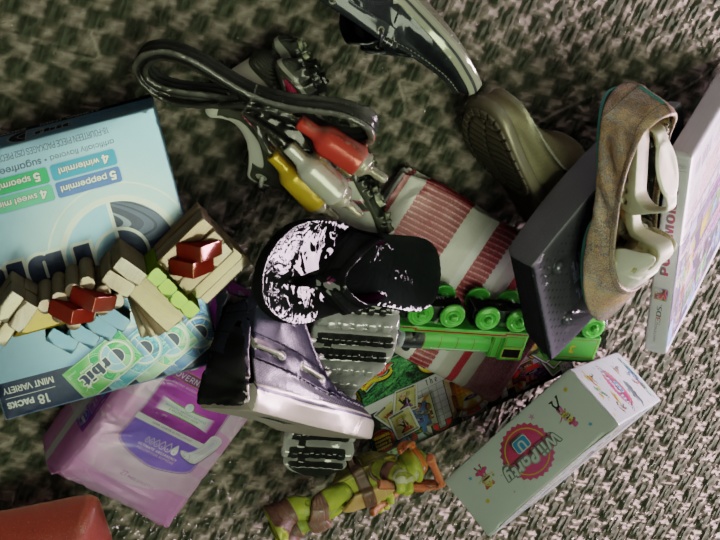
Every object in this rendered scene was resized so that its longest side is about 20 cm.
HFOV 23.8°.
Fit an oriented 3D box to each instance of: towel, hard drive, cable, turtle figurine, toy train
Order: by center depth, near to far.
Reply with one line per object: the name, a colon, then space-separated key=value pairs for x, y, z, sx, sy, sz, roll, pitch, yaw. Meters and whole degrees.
cable: x=-0.067 y=-0.108 z=1.226 sx=0.199 sy=0.051 sz=0.097 roll=30 pitch=136 yaw=-22
hard drive: x=0.195 y=-0.038 z=1.395 sx=0.200 sy=0.042 sz=0.135 roll=-46 pitch=144 yaw=-22
toy train: x=0.115 y=0.047 z=1.437 sx=0.198 sy=0.042 sz=0.057 roll=4 pitch=123 yaw=-20
towel: x=0.075 y=0.014 z=1.442 sx=0.199 sy=0.023 sz=0.145 roll=28 pitch=102 yaw=-27
turtle figurine: x=-0.003 y=0.187 z=1.462 sx=0.160 sy=0.200 sz=0.065 roll=-26 pitch=82 yaw=-9

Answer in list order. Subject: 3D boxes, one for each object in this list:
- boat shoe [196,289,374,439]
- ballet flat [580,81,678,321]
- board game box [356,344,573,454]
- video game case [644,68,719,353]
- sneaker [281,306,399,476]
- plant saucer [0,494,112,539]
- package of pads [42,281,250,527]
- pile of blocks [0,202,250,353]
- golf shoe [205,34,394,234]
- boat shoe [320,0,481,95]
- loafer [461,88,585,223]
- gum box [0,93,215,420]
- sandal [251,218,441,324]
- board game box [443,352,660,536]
boat shoe: x=-0.046 y=0.073 z=1.300 sx=0.200 sy=0.074 sz=0.094 roll=25 pitch=69 yaw=-59
ballet flat: x=0.211 y=-0.043 z=1.317 sx=0.068 sy=0.067 sz=0.202 roll=-26 pitch=126 yaw=-38
board game box: x=0.090 y=0.085 z=1.509 sx=0.198 sy=0.023 sz=0.106 roll=-25 pitch=124 yaw=-10
video game case: x=0.280 y=-0.057 z=1.431 sx=0.023 sy=0.200 sz=0.184 roll=13 pitch=123 yaw=19
sneaker: x=-0.023 y=0.072 z=1.398 sx=0.074 sy=0.081 sz=0.201 roll=11 pitch=125 yaw=-16
plant saucer: x=-0.290 y=0.284 z=1.405 sx=0.197 sy=0.037 sz=0.201 roll=-11 pitch=127 yaw=-1
package of pads: x=-0.151 y=0.098 z=1.368 sx=0.120 sy=0.076 sz=0.201 roll=31 pitch=102 yaw=-34
pile of blocks: x=-0.173 y=0.023 z=1.211 sx=0.198 sy=0.062 sz=0.083 roll=-20 pitch=110 yaw=-3
golf shoe: x=-0.041 y=-0.087 z=1.322 sx=0.087 sy=0.077 sz=0.201 roll=-26 pitch=122 yaw=11
boat shoe: x=0.015 y=-0.191 z=1.277 sx=0.062 sy=0.075 sz=0.200 roll=-45 pitch=122 yaw=12
loafer: x=0.145 y=-0.091 z=1.400 sx=0.068 sy=0.075 sz=0.200 roll=-48 pitch=141 yaw=-8
gum box: x=-0.207 y=-0.009 z=1.251 sx=0.168 sy=0.045 sz=0.202 roll=-15 pitch=111 yaw=-4
sandal: x=0.000 y=-0.001 z=1.272 sx=0.199 sy=0.048 sz=0.076 roll=-4 pitch=94 yaw=-48
board game box: x=0.169 y=0.144 z=1.472 sx=0.147 sy=0.064 sz=0.200 roll=-43 pitch=169 yaw=15
